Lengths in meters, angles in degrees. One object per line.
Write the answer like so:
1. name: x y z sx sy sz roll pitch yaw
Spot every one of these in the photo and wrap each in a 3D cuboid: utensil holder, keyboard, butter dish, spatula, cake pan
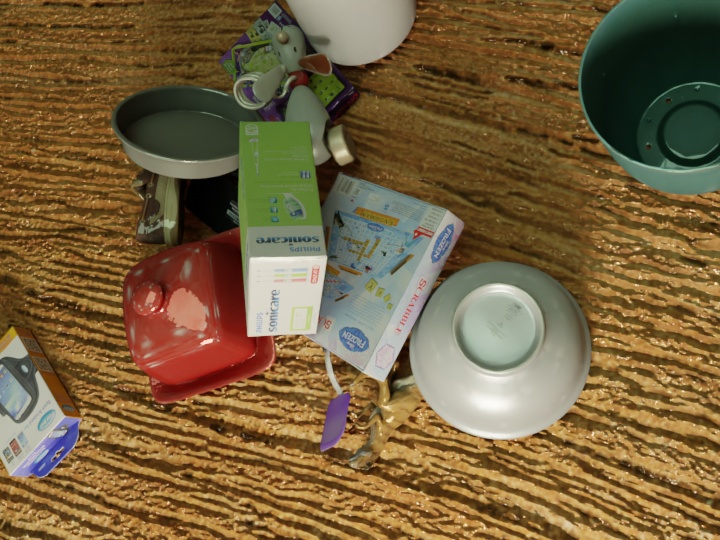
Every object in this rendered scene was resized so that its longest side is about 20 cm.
1. utensil holder: -0.023 -0.376 1.055 0.168 0.200 0.172 -6 68 14
2. keyboard: -0.151 -0.084 1.150 0.199 0.039 0.105 36 115 27
3. butter dish: -0.227 0.046 1.075 0.197 0.148 0.202 -20 69 21
4. spatula: -0.034 0.112 1.035 0.056 0.020 0.203 -34 54 52
5. cake pan: -0.226 -0.183 1.135 0.199 0.199 0.037 33 134 27

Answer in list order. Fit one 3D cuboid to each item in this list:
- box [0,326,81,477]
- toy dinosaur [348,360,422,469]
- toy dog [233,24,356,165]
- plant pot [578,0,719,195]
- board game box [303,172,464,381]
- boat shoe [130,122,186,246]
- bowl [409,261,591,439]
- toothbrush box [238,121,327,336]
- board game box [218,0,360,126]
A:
1. box: -0.475 0.191 1.212 0.119 0.041 0.200 -46 61 7
2. toy dinosaur: 0.049 0.140 0.990 0.106 0.060 0.200 43 100 1
3. toy dog: -0.081 -0.211 1.073 0.131 0.096 0.201 -37 79 7
4. plant pot: 0.334 -0.169 0.873 0.198 0.161 0.203 -6 74 22
5. board game box: 0.000 0.000 1.010 0.199 0.041 0.201 26 86 47
6. boat shoe: -0.275 -0.119 1.161 0.071 0.072 0.202 -3 59 -4
7. bowl: 0.146 0.072 0.910 0.198 0.090 0.204 -3 72 9
8. toothbrush box: -0.094 -0.049 0.980 0.085 0.146 0.202 -1 53 -10
9. board game box: -0.100 -0.263 1.170 0.120 0.032 0.201 -41 64 6
